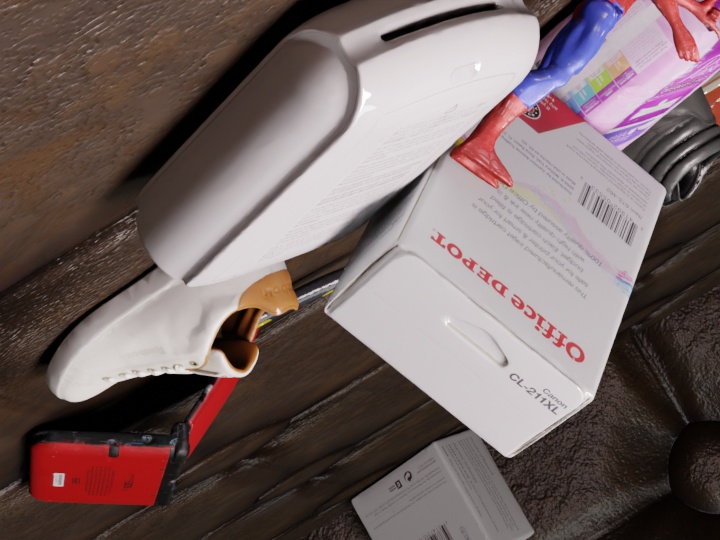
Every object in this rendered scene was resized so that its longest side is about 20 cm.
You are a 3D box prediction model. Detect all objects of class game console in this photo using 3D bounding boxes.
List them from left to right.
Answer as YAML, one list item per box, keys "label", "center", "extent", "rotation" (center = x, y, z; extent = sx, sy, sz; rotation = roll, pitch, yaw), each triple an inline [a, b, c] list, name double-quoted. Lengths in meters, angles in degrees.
- label: "game console"
  center: [-0.175, 0.112, 1.589]
  extent: [0.172, 0.119, 0.200]
  rotation: [3, 161, -9]

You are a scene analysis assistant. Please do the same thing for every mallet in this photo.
- label: "mallet"
  center: [0.000, 0.000, 1.529]
  extent: [0.200, 0.041, 0.066]
  rotation: [-26, 171, 0]

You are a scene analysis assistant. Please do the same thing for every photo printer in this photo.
- label: "photo printer"
  center: [-0.007, -0.079, 1.048]
  extent: [0.166, 0.070, 0.200]
  rotation: [-21, 165, -47]

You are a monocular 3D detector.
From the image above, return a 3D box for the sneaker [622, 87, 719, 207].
- label: "sneaker"
  center: [0.193, -0.077, 1.519]
  extent: [0.200, 0.099, 0.071]
  rotation: [-38, 169, 39]

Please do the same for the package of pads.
- label: "package of pads"
  center: [0.167, -0.131, 1.270]
  extent: [0.120, 0.076, 0.200]
  rotation: [-22, 166, -49]

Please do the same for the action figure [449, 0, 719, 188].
- label: "action figure"
  center: [0.147, -0.120, 1.113]
  extent: [0.200, 0.099, 0.065]
  rotation: [-56, -172, -3]

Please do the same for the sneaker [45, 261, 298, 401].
- label: "sneaker"
  center: [-0.122, 0.048, 1.275]
  extent: [0.200, 0.085, 0.073]
  rotation: [-36, 170, 31]

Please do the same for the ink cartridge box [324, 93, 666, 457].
- label: "ink cartridge box"
  center: [0.083, -0.013, 1.178]
  extent: [0.083, 0.146, 0.200]
  rotation: [-41, -166, 42]

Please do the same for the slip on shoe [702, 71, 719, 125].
- label: "slip on shoe"
  center: [0.270, -0.111, 1.676]
  extent: [0.200, 0.061, 0.074]
  rotation: [-33, 171, 16]

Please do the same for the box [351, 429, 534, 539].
- label: "box"
  center: [0.129, 0.389, 3.158]
  extent: [0.199, 0.200, 0.131]
  rotation: [-38, 165, 31]
